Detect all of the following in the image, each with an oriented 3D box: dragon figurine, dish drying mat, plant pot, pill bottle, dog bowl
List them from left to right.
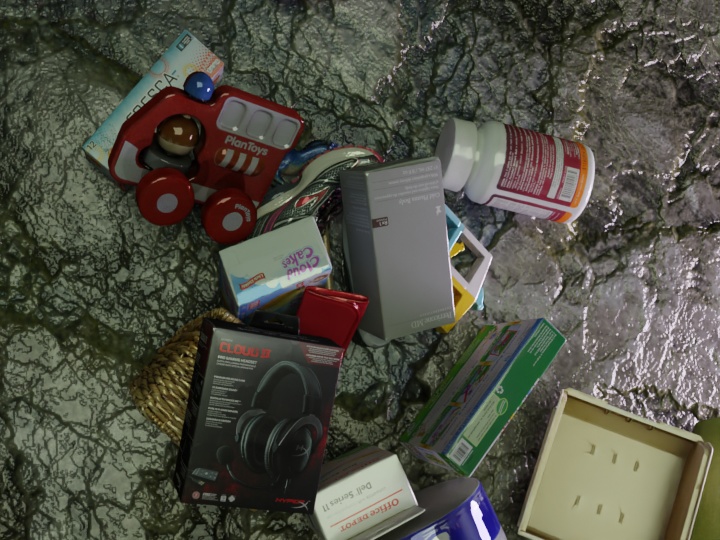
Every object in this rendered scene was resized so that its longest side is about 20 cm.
[{"bbox_3d":[-0.112,-0.172,1.128,0.198,0.059,0.100,34,78,-8],"label":"dragon figurine"},{"bbox_3d":[-0.050,0.085,1.051,0.075,0.201,0.018,11,53,-10],"label":"dish drying mat"},{"bbox_3d":[0.071,0.328,1.045,0.197,0.200,0.080,-25,87,-14],"label":"dog bowl"},{"bbox_3d":[0.203,-0.136,1.171,0.196,0.109,0.112,12,81,-11],"label":"pill bottle"},{"bbox_3d":[0.502,0.308,1.174,0.183,0.187,0.204,10,67,-11],"label":"plant pot"}]

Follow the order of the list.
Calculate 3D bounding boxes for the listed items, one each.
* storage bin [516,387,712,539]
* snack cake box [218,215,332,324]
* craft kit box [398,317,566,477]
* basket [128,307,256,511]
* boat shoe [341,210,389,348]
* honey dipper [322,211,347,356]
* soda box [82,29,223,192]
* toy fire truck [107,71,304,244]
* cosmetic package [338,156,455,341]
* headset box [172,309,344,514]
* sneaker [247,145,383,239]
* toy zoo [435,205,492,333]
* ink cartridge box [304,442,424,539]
[{"bbox_3d":[0.325,0.278,1.131,0.196,0.094,0.202,19,80,12],"label":"storage bin"},{"bbox_3d":[-0.105,0.014,1.035,0.113,0.200,0.068,-20,79,-13],"label":"snack cake box"},{"bbox_3d":[0.145,0.152,1.083,0.048,0.197,0.201,41,78,-8],"label":"craft kit box"},{"bbox_3d":[-0.155,0.153,1.037,0.200,0.142,0.149,45,80,-17],"label":"basket"},{"bbox_3d":[0.000,0.000,1.134,0.068,0.056,0.205,-2,84,-37],"label":"boat shoe"},{"bbox_3d":[-0.042,0.010,1.137,0.037,0.038,0.205,-3,83,-13],"label":"honey dipper"},{"bbox_3d":[-0.257,-0.199,1.095,0.068,0.064,0.201,39,77,-6],"label":"soda box"},{"bbox_3d":[-0.180,-0.140,1.009,0.197,0.113,0.170,16,115,-34],"label":"toy fire truck"},{"bbox_3d":[0.045,-0.028,1.052,0.105,0.090,0.204,-14,101,-23],"label":"cosmetic package"},{"bbox_3d":[-0.108,0.145,0.937,0.146,0.077,0.204,11,92,-20],"label":"headset box"},{"bbox_3d":[-0.054,-0.084,1.099,0.198,0.081,0.076,-32,65,9],"label":"sneaker"},{"bbox_3d":[0.098,-0.013,1.151,0.200,0.020,0.132,45,66,-22],"label":"toy zoo"},{"bbox_3d":[-0.007,0.264,1.033,0.115,0.200,0.068,-24,89,-14],"label":"ink cartridge box"}]
